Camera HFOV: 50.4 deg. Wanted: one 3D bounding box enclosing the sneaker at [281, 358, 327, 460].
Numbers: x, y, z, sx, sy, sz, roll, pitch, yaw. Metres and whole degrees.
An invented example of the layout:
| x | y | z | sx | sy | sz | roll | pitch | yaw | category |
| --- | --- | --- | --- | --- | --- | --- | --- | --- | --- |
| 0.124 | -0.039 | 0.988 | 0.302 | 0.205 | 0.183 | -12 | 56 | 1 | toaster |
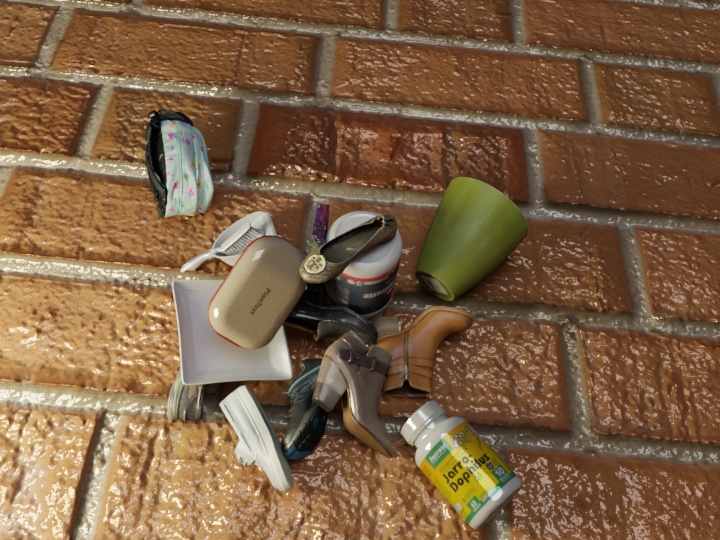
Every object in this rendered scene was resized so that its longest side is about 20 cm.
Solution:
| x | y | z | sx | sy | sz | roll | pitch | yaw | category |
| --- | --- | --- | --- | --- | --- | --- | --- | --- | --- |
| -0.097 | 0.240 | 1.341 | 0.081 | 0.074 | 0.201 | 9 | 48 | 22 | sneaker |

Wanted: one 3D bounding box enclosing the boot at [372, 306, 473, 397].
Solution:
| x | y | z | sx | sy | sz | roll | pitch | yaw | category |
| --- | --- | --- | --- | --- | --- | --- | --- | --- | --- |
| 0.120 | 0.150 | 1.406 | 0.198 | 0.077 | 0.156 | -4 | 54 | -5 | boot |

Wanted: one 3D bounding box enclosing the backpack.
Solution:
| x | y | z | sx | sy | sz | roll | pitch | yaw | category |
| --- | --- | --- | --- | --- | --- | --- | --- | --- | --- |
| -0.374 | -0.209 | 1.569 | 0.125 | 0.167 | 0.202 | -8 | 62 | -17 | backpack |

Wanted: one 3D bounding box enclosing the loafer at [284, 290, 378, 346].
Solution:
| x | y | z | sx | sy | sz | roll | pitch | yaw | category |
| --- | --- | --- | --- | --- | --- | --- | --- | --- | --- |
| -0.067 | 0.100 | 1.393 | 0.198 | 0.073 | 0.073 | 21 | 51 | 4 | loafer |

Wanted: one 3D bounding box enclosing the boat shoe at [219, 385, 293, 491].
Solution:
| x | y | z | sx | sy | sz | roll | pitch | yaw | category |
| --- | --- | --- | --- | --- | --- | --- | --- | --- | --- |
| -0.179 | 0.294 | 1.296 | 0.071 | 0.070 | 0.202 | -31 | 63 | -2 | boat shoe |

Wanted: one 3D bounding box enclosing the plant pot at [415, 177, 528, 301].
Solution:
| x | y | z | sx | sy | sz | roll | pitch | yaw | category |
| --- | --- | --- | --- | --- | --- | --- | --- | --- | --- |
| 0.200 | -0.045 | 1.508 | 0.186 | 0.187 | 0.201 | 32 | 73 | 16 | plant pot |

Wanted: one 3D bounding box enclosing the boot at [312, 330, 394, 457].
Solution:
| x | y | z | sx | sy | sz | roll | pitch | yaw | category |
| --- | --- | --- | --- | --- | --- | --- | --- | --- | --- |
| 0.013 | 0.207 | 1.325 | 0.200 | 0.070 | 0.147 | 42 | 61 | -15 | boot |

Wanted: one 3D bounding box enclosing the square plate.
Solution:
| x | y | z | sx | sy | sz | roll | pitch | yaw | category |
| --- | --- | --- | --- | --- | --- | --- | --- | --- | --- |
| -0.231 | 0.109 | 1.367 | 0.198 | 0.028 | 0.200 | 1 | 62 | -26 | square plate |

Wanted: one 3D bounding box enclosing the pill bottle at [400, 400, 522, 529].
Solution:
| x | y | z | sx | sy | sz | roll | pitch | yaw | category |
| --- | --- | --- | --- | --- | --- | --- | --- | --- | --- |
| 0.163 | 0.317 | 1.275 | 0.112 | 0.113 | 0.200 | -32 | 64 | -24 | pill bottle |

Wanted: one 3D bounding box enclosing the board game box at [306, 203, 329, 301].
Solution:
| x | y | z | sx | sy | sz | roll | pitch | yaw | category |
| --- | --- | --- | --- | --- | --- | --- | --- | --- | --- |
| -0.082 | -0.015 | 1.429 | 0.032 | 0.201 | 0.121 | 4 | 55 | -4 | board game box |

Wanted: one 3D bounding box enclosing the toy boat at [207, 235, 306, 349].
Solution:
| x | y | z | sx | sy | sz | roll | pitch | yaw | category |
| --- | --- | --- | --- | --- | --- | --- | --- | --- | --- |
| -0.183 | 0.031 | 1.347 | 0.130 | 0.131 | 0.201 | 35 | 90 | -24 | toy boat |

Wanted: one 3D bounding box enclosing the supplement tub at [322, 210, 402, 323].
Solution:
| x | y | z | sx | sy | sz | roll | pitch | yaw | category |
| --- | --- | --- | --- | --- | --- | --- | --- | --- | --- |
| 0.000 | 0.000 | 1.426 | 0.139 | 0.201 | 0.141 | 2 | 55 | -3 | supplement tub |

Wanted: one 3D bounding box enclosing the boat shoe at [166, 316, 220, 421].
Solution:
| x | y | z | sx | sy | sz | roll | pitch | yaw | category |
| --- | --- | --- | --- | --- | --- | --- | --- | --- | --- |
| -0.285 | 0.177 | 1.364 | 0.073 | 0.075 | 0.202 | 15 | 63 | -6 | boat shoe |

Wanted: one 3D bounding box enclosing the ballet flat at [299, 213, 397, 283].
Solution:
| x | y | z | sx | sy | sz | roll | pitch | yaw | category |
| --- | --- | --- | --- | --- | --- | --- | --- | --- | --- |
| -0.018 | -0.044 | 1.303 | 0.199 | 0.047 | 0.068 | -29 | 62 | -21 | ballet flat |

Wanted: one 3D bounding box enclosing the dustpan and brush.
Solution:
| x | y | z | sx | sy | sz | roll | pitch | yaw | category |
| --- | --- | --- | --- | --- | --- | --- | --- | --- | --- |
| -0.264 | -0.043 | 1.510 | 0.199 | 0.057 | 0.140 | -37 | 34 | 8 | dustpan and brush |

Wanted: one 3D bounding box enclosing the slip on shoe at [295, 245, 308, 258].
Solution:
| x | y | z | sx | sy | sz | roll | pitch | yaw | category |
| --- | --- | --- | --- | --- | --- | --- | --- | --- | --- |
| -0.178 | 0.020 | 1.471 | 0.060 | 0.077 | 0.200 | 23 | 46 | 37 | slip on shoe |
